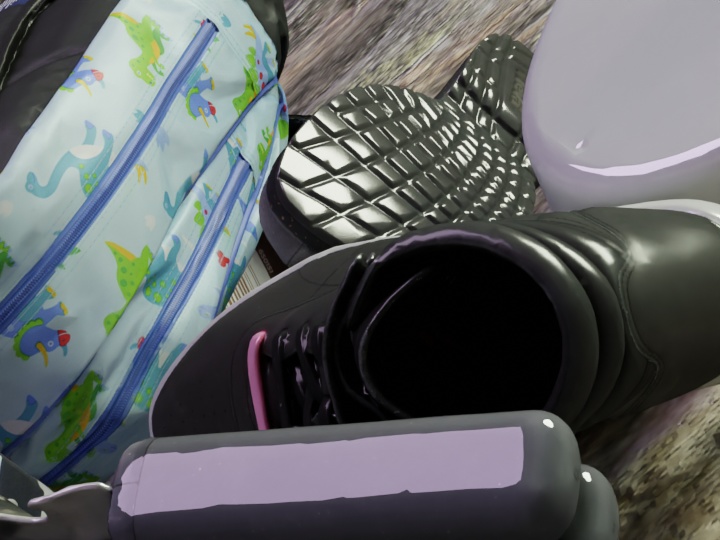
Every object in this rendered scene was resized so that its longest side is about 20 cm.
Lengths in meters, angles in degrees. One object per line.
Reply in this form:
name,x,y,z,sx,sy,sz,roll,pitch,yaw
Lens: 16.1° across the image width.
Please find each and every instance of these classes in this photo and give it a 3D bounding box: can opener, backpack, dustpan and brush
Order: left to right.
backpack,-0.108,-0.014,0.843,0.163,0.154,0.200,-28,10,26
can opener,-0.039,0.077,0.612,0.200,0.053,0.067,-6,56,24
dustpan and brush,0.078,-0.022,0.720,0.200,0.057,0.140,-47,39,-8

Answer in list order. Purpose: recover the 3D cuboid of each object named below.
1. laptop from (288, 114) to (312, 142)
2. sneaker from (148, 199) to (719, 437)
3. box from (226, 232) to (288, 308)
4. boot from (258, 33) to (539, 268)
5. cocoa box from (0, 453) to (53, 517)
laptop,-0.080,0.003,1.042,0.177,0.200,0.103,105,166,-80
sneaker,0.001,0.023,0.671,0.200,0.071,0.099,-15,-6,34
box,-0.111,0.061,1.029,0.100,0.075,0.200,-20,-7,-46
boot,0.000,0.000,0.851,0.132,0.070,0.200,-48,-11,27
cocoa box,-0.201,0.120,0.752,0.200,0.131,0.134,-14,50,27
